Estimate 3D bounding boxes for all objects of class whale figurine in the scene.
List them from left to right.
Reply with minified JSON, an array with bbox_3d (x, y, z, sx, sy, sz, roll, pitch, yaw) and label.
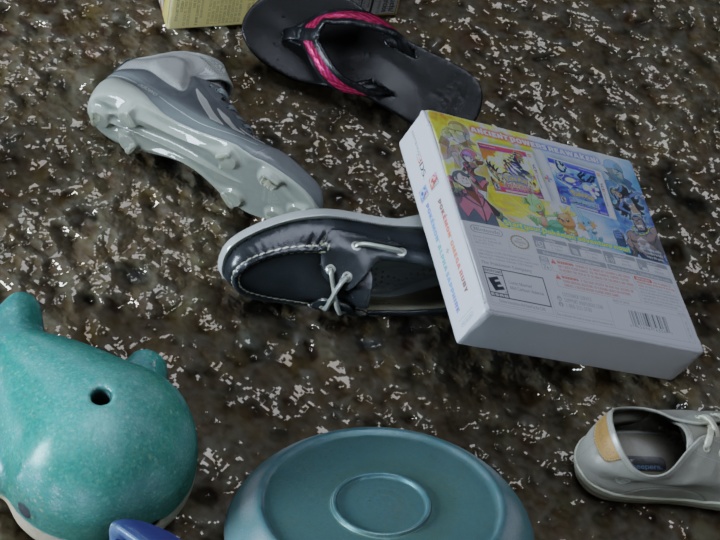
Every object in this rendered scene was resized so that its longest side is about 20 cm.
[{"bbox_3d":[-0.189,0.084,1.146,0.158,0.104,0.200,-29,63,-29],"label":"whale figurine"}]

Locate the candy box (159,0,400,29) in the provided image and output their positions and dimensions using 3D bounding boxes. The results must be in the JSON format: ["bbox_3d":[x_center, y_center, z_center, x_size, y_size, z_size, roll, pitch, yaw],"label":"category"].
[{"bbox_3d":[-0.073,-0.262,1.473,0.198,0.055,0.116,-7,55,-17],"label":"candy box"}]

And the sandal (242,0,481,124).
[{"bbox_3d":[0.002,-0.167,1.396,0.199,0.045,0.076,25,89,6],"label":"sandal"}]

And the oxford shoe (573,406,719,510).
[{"bbox_3d":[0.246,0.125,1.240,0.198,0.058,0.076,1,50,-14],"label":"oxford shoe"}]

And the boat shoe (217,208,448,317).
[{"bbox_3d":[0.000,0.000,1.272,0.198,0.076,0.061,-6,48,-16],"label":"boat shoe"}]

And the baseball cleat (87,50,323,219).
[{"bbox_3d":[-0.102,-0.108,1.338,0.199,0.070,0.107,28,52,9],"label":"baseball cleat"}]

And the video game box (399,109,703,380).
[{"bbox_3d":[0.136,-0.018,1.294,0.199,0.047,0.183,11,50,-31],"label":"video game box"}]

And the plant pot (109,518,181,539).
[{"bbox_3d":[-0.122,0.260,0.942,0.179,0.201,0.199,-26,41,-35],"label":"plant pot"}]

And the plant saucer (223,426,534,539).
[{"bbox_3d":[0.013,0.156,1.137,0.198,0.028,0.201,2,32,-1],"label":"plant saucer"}]

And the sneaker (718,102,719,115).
[{"bbox_3d":[0.379,-0.094,1.427,0.095,0.080,0.201,-19,59,-27],"label":"sneaker"}]
